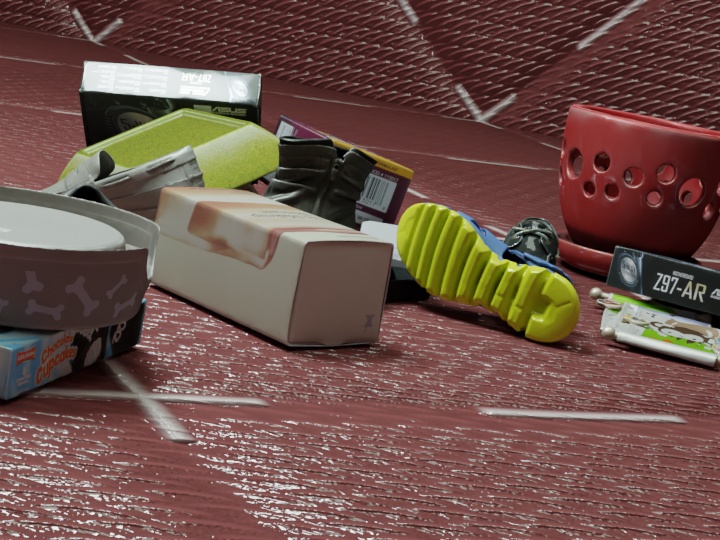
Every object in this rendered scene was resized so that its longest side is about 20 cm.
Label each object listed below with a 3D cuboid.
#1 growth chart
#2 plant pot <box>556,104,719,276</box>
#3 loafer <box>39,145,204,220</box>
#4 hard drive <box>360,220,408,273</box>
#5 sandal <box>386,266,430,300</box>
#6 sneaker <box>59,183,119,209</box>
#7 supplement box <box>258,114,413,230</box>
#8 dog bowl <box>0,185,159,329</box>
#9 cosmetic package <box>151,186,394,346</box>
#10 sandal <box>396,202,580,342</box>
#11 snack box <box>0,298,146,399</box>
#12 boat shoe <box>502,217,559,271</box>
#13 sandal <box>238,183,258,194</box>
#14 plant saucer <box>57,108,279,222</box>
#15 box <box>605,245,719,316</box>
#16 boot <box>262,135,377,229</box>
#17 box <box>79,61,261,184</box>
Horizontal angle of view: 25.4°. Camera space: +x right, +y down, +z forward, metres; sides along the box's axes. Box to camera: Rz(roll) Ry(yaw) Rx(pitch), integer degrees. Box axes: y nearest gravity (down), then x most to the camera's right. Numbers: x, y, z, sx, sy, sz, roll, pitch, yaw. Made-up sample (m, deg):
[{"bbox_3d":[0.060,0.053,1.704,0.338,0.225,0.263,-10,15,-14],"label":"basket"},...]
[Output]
[{"bbox_3d":[0.293,0.057,1.529,0.144,0.018,0.200,12,12,4],"label":"growth chart"},{"bbox_3d":[0.322,-0.085,1.833,0.199,0.184,0.200,9,9,-1],"label":"plant pot"},{"bbox_3d":[-0.246,-0.079,1.508,0.198,0.070,0.070,-7,11,4],"label":"loafer"},{"bbox_3d":[0.061,-0.014,1.655,0.131,0.027,0.200,10,12,0],"label":"hard drive"},{"bbox_3d":[-0.001,0.000,1.467,0.075,0.048,0.200,17,12,30],"label":"sandal"},{"bbox_3d":[-0.230,-0.030,1.295,0.066,0.091,0.200,6,12,-26],"label":"sneaker"},{"bbox_3d":[-0.033,-0.110,1.842,0.110,0.086,0.200,20,6,-22],"label":"supplement box"},{"bbox_3d":[-0.233,-0.011,1.082,0.199,0.059,0.200,9,11,-2],"label":"dog bowl"},{"bbox_3d":[-0.078,-0.006,1.325,0.103,0.088,0.199,1,14,-44],"label":"cosmetic package"},{"bbox_3d":[0.121,0.003,1.471,0.199,0.080,0.087,34,15,20],"label":"sandal"},{"bbox_3d":[-0.240,0.038,1.082,0.115,0.037,0.200,13,11,15],"label":"snack box"},{"bbox_3d":[0.169,-0.018,1.652,0.072,0.071,0.200,11,12,2],"label":"boat shoe"},{"bbox_3d":[-0.130,-0.076,1.677,0.077,0.070,0.211,18,14,38],"label":"sandal"},{"bbox_3d":[-0.198,-0.116,1.648,0.199,0.048,0.199,-26,26,-31],"label":"plant saucer"},{"bbox_3d":[0.375,0.025,1.644,0.199,0.044,0.160,17,4,31],"label":"box"},{"bbox_3d":[-0.083,-0.068,1.519,0.199,0.132,0.068,3,13,-32],"label":"boot"},{"bbox_3d":[-0.213,-0.166,1.819,0.198,0.044,0.161,5,-31,-2],"label":"box"}]
